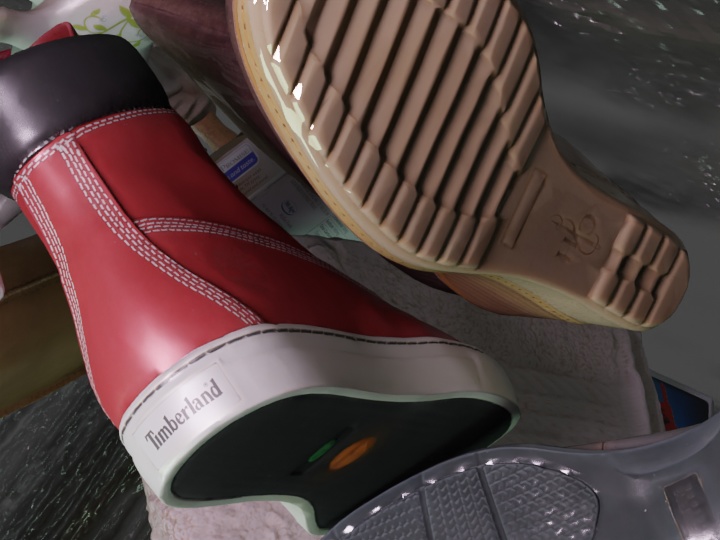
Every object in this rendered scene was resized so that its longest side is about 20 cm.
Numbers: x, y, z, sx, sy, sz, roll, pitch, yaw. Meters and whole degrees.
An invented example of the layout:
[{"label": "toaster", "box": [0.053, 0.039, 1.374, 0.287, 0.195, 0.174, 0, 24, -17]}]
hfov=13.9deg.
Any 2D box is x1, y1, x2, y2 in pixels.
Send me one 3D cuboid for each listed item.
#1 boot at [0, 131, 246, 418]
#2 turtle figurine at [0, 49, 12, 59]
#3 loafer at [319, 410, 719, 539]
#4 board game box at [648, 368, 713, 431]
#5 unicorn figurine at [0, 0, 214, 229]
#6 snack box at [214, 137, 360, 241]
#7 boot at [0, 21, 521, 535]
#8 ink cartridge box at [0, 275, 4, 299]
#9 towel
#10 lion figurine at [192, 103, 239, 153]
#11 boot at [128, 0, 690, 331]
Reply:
[{"label": "boot", "box": [-0.113, 0.021, 1.039, 0.066, 0.200, 0.175, 53, 142, 13]}, {"label": "turtle figurine", "box": [-0.204, -0.100, 1.218, 0.149, 0.101, 0.200, 19, 155, 6]}, {"label": "loafer", "box": [0.083, 0.078, 0.826, 0.063, 0.199, 0.072, 33, -139, -64]}, {"label": "board game box", "box": [0.055, 0.105, 0.975, 0.126, 0.201, 0.035, 24, 138, -18]}, {"label": "unicorn figurine", "box": [-0.100, -0.064, 0.954, 0.074, 0.137, 0.200, 67, 160, 8]}, {"label": "snack box", "box": [0.000, 0.000, 1.031, 0.024, 0.072, 0.200, 53, -179, 28]}, {"label": "boot", "box": [-0.034, -0.003, 0.831, 0.145, 0.072, 0.200, 57, -166, 21]}, {"label": "ink cartridge box", "box": [-0.189, -0.065, 0.782, 0.146, 0.083, 0.200, 34, -156, -42]}, {"label": "towel", "box": [0.018, 0.054, 0.938, 0.199, 0.133, 0.034, 7, 143, -30]}, {"label": "lion figurine", "box": [-0.023, 0.012, 1.189, 0.123, 0.072, 0.200, 47, -174, 26]}, {"label": "boot", "box": [-0.015, -0.049, 0.804, 0.166, 0.073, 0.200, 25, 171, 42]}]
